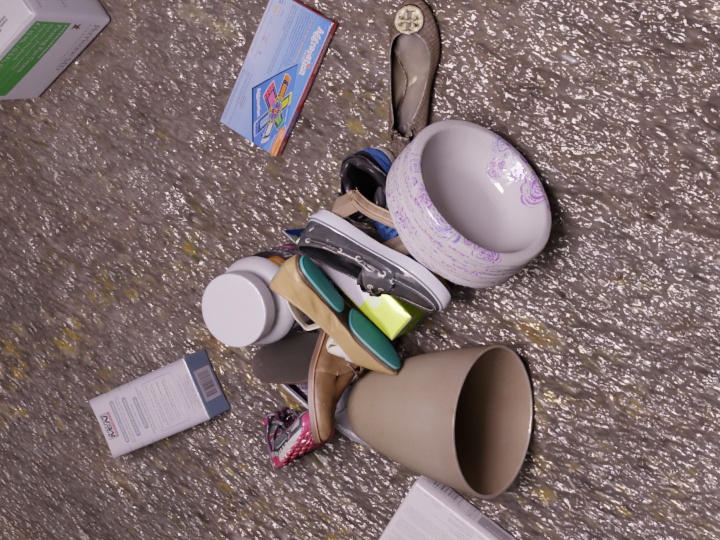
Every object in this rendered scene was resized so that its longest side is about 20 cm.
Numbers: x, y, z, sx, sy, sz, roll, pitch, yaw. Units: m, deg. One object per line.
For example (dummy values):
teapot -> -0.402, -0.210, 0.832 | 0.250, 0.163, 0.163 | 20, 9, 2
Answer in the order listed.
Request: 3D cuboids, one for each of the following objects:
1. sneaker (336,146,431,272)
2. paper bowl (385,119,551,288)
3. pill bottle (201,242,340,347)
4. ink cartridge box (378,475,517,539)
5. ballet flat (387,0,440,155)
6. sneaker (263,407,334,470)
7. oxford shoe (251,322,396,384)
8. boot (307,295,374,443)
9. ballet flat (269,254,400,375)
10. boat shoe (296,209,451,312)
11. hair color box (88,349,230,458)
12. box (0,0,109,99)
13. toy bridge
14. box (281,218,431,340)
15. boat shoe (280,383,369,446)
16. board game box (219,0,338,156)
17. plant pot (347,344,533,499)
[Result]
sneaker -> 0.036, -0.063, 1.362 | 0.077, 0.111, 0.200 | -25, 89, 27
paper bowl -> 0.121, -0.072, 1.275 | 0.201, 0.201, 0.104 | 53, 139, 8
pill bottle -> -0.116, 0.032, 1.404 | 0.116, 0.200, 0.117 | 5, 102, 24
ink cartridge box -> 0.101, 0.400, 1.461 | 0.161, 0.050, 0.200 | 36, 117, 15
ballet flat -> 0.061, -0.243, 1.353 | 0.067, 0.046, 0.201 | 10, 104, 23
sneaker -> -0.096, 0.220, 1.454 | 0.075, 0.081, 0.200 | 62, 156, 8
oxford shoe -> -0.046, 0.120, 1.437 | 0.199, 0.071, 0.071 | -11, 67, 7
boot -> -0.025, 0.124, 1.357 | 0.075, 0.074, 0.200 | 6, 66, 5
ballet flat -> -0.033, 0.064, 1.317 | 0.063, 0.069, 0.200 | -36, 105, 21
boat shoe -> 0.014, 0.001, 1.289 | 0.200, 0.069, 0.057 | 32, 69, 11
hair color box -> -0.304, 0.202, 1.606 | 0.200, 0.061, 0.099 | -24, 89, 27
box -> -0.519, -0.379, 1.535 | 0.199, 0.171, 0.200 | -37, 84, 27
toy bridge -> 0.050, -0.031, 1.323 | 0.067, 0.027, 0.200 | -23, 124, 36
box -> 0.000, 0.000, 1.385 | 0.200, 0.122, 0.048 | 45, 106, 10
boat shoe -> -0.048, 0.175, 1.473 | 0.200, 0.068, 0.072 | 44, 115, 12
board game box -> -0.113, -0.267, 1.447 | 0.103, 0.019, 0.200 | 34, 112, 18
plant pot -> 0.089, 0.182, 1.364 | 0.200, 0.187, 0.188 | 2, 101, 39
